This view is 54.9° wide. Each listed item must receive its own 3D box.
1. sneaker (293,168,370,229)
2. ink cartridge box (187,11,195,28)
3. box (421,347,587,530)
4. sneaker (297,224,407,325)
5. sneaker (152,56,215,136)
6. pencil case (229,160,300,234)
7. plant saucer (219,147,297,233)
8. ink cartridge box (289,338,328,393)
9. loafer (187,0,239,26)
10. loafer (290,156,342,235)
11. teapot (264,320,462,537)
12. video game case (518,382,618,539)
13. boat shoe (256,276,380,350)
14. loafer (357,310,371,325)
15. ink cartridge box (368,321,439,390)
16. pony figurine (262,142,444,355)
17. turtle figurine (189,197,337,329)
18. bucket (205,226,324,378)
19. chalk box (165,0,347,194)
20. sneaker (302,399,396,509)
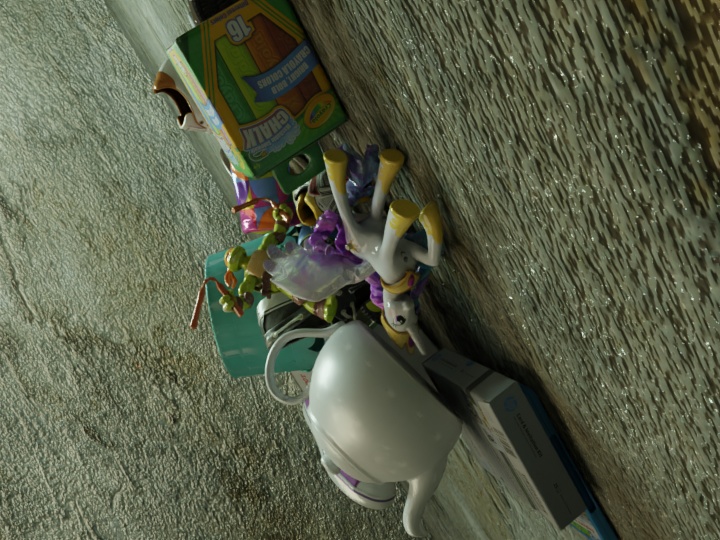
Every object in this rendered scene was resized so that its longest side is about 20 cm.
[{"bbox_3d":[-0.053,-0.097,0.880,0.079,0.081,0.200,56,171,-7],"label":"sneaker"},{"bbox_3d":[-0.190,-0.264,1.068,0.197,0.043,0.203,83,161,-66],"label":"ink cartridge box"},{"bbox_3d":[0.150,0.176,0.767,0.158,0.041,0.200,60,169,-9],"label":"box"},{"bbox_3d":[0.000,0.000,0.949,0.199,0.066,0.079,38,-156,-15],"label":"sneaker"},{"bbox_3d":[-0.207,-0.210,0.978,0.199,0.086,0.072,40,160,-23],"label":"sneaker"},{"bbox_3d":[-0.129,-0.151,0.906,0.088,0.086,0.205,-161,63,-73],"label":"pencil case"},{"bbox_3d":[-0.154,-0.143,1.172,0.200,0.029,0.201,44,-168,-12],"label":"plant saucer"},{"bbox_3d":[0.005,0.166,1.092,0.196,0.085,0.147,3,141,23],"label":"ink cartridge box"},{"bbox_3d":[-0.174,-0.314,0.871,0.201,0.072,0.072,92,154,-65],"label":"loafer"},{"bbox_3d":[-0.077,-0.091,1.046,0.202,0.067,0.076,55,169,10],"label":"loafer"},{"bbox_3d":[0.006,0.163,0.780,0.197,0.146,0.200,43,180,-33],"label":"teapot"},{"bbox_3d":[0.201,0.206,0.778,0.202,0.018,0.143,60,169,-9],"label":"video game case"},{"bbox_3d":[-0.030,0.042,0.851,0.071,0.196,0.065,61,-174,-57],"label":"boat shoe"},{"bbox_3d":[-0.035,0.017,1.158,0.076,0.066,0.204,146,107,-83],"label":"loafer"},{"bbox_3d":[0.058,0.161,0.948,0.200,0.145,0.048,49,178,34],"label":"ink cartridge box"},{"bbox_3d":[0.007,-0.026,0.704,0.192,0.165,0.203,40,147,34],"label":"pony figurine"},{"bbox_3d":[-0.100,0.010,0.804,0.158,0.202,0.065,17,142,10],"label":"turtle figurine"},{"bbox_3d":[-0.133,0.050,0.989,0.207,0.132,0.212,-12,-90,-90],"label":"bucket"},{"bbox_3d":[-0.103,-0.182,0.754,0.202,0.124,0.124,59,169,-21],"label":"chalk box"},{"bbox_3d":[-0.010,0.196,0.882,0.201,0.072,0.116,49,130,36],"label":"sneaker"}]
